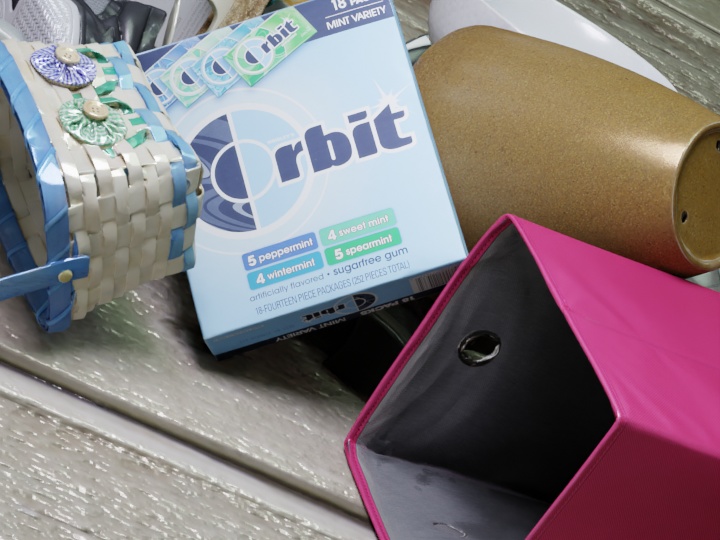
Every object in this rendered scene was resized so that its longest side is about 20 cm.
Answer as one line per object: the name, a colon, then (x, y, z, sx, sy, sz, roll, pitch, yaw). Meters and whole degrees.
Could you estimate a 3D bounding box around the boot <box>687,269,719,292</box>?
boot: (0.191, 0.006, 1.704, 0.131, 0.070, 0.201, 0, 55, -35)

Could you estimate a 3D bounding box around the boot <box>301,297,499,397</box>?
boot: (0.000, 0.000, 1.671, 0.200, 0.069, 0.174, 49, 26, 5)

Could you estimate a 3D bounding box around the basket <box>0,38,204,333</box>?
basket: (-0.204, -0.051, 1.439, 0.199, 0.140, 0.177, -19, 49, -18)

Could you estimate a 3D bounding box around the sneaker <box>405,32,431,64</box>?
sneaker: (0.093, -0.132, 2.001, 0.199, 0.076, 0.088, 5, 44, -47)

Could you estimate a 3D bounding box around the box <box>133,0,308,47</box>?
box: (-0.103, -0.212, 1.867, 0.200, 0.098, 0.124, 40, 26, 11)

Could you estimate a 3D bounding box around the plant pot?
plant pot: (0.147, -0.058, 1.589, 0.199, 0.188, 0.186, 8, 3, 42)

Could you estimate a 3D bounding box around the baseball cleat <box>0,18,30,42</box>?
baseball cleat: (-0.192, -0.094, 1.606, 0.200, 0.070, 0.106, 47, 20, 3)

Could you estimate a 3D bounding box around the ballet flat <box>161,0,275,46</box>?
ballet flat: (-0.090, -0.192, 1.744, 0.065, 0.201, 0.070, 30, -8, -17)

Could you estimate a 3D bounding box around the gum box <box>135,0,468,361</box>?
gum box: (-0.037, -0.064, 1.548, 0.045, 0.169, 0.201, 65, 9, -67)

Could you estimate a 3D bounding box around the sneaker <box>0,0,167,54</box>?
sneaker: (-0.204, -0.189, 1.737, 0.113, 0.076, 0.201, 14, 38, -38)

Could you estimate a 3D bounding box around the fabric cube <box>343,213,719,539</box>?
fabric cube: (0.141, 0.119, 1.475, 0.199, 0.197, 0.200, 18, 29, -31)

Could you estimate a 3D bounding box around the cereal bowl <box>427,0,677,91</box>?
cereal bowl: (0.129, -0.140, 1.805, 0.199, 0.084, 0.200, 30, 16, -9)
